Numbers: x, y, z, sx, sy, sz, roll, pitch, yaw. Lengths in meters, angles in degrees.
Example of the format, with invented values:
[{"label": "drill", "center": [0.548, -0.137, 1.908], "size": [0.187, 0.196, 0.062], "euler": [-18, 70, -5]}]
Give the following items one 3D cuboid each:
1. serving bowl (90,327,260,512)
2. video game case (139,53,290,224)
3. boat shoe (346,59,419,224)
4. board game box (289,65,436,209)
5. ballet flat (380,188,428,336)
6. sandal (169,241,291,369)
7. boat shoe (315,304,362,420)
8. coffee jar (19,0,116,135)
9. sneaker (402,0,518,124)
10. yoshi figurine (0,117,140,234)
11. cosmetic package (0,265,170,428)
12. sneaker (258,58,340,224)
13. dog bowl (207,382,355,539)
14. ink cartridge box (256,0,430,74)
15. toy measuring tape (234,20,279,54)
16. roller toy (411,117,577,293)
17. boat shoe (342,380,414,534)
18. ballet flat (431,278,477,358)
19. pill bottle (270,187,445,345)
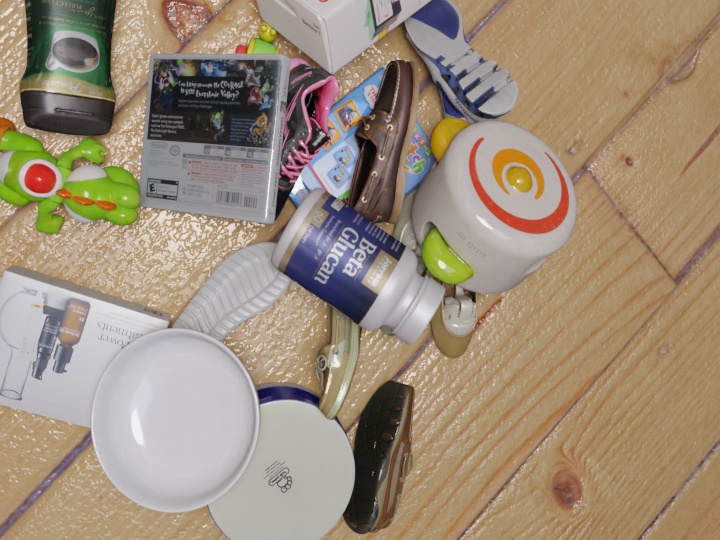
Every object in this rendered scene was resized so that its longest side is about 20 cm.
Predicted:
[{"label": "serving bowl", "center": [-0.208, 0.171, 0.794], "size": [0.194, 0.066, 0.206], "euler": [0, 84, 3]}, {"label": "video game case", "center": [-0.176, -0.158, 0.793], "size": [0.195, 0.023, 0.187], "euler": [9, 95, 27]}, {"label": "boat shoe", "center": [0.026, -0.161, 0.841], "size": [0.068, 0.070, 0.206], "euler": [7, 94, -18]}, {"label": "board game box", "center": [-0.007, -0.143, 0.890], "size": [0.198, 0.037, 0.153], "euler": [-37, 102, -7]}, {"label": "ballet flat", "center": [0.071, -0.009, 0.909], "size": [0.068, 0.069, 0.206], "euler": [12, 92, -15]}, {"label": "sandal", "center": [-0.168, 0.039, 0.863], "size": [0.202, 0.050, 0.083], "euler": [-41, 87, -8]}, {"label": "boat shoe", "center": [-0.032, 0.086, 0.868], "size": [0.062, 0.073, 0.206], "euler": [15, 70, -6]}, {"label": "coffee jar", "center": [-0.330, -0.259, 0.768], "size": [0.102, 0.085, 0.206], "euler": [1, 95, -33]}, {"label": "sneaker", "center": [0.121, -0.252, 0.893], "size": [0.079, 0.116, 0.201], "euler": [-30, 73, -11]}, {"label": "yoshi figurine", "center": [-0.345, -0.103, 0.794], "size": [0.195, 0.113, 0.114], "euler": [20, 50, -1]}, {"label": "cosmetic package", "center": [-0.348, 0.100, 0.821], "size": [0.196, 0.052, 0.154], "euler": [19, 93, -15]}, {"label": "sneaker", "center": [-0.080, -0.149, 0.798], "size": [0.078, 0.094, 0.205], "euler": [16, 93, -51]}, {"label": "dog bowl", "center": [-0.107, 0.256, 0.882], "size": [0.194, 0.079, 0.206], "euler": [-1, 96, -14]}, {"label": "ink cartridge box", "center": [-0.012, -0.347, 0.795], "size": [0.199, 0.085, 0.144], "euler": [-40, 64, -17]}, {"label": "toy measuring tape", "center": [-0.137, -0.210, 0.834], "size": [0.072, 0.073, 0.205], "euler": [16, 91, -15]}, {"label": "roller toy", "center": [0.164, -0.082, 0.829], "size": [0.178, 0.140, 0.205], "euler": [8, 61, -18]}, {"label": "boat shoe", "center": [0.034, 0.256, 0.928], "size": [0.073, 0.075, 0.205], "euler": [25, 79, -43]}, {"label": "ballet flat", "center": [0.133, 0.024, 0.928], "size": [0.067, 0.063, 0.206], "euler": [-3, 96, -15]}, {"label": "pill bottle", "center": [0.000, 0.000, 0.814], "size": [0.198, 0.111, 0.112], "euler": [33, 87, -1]}]
